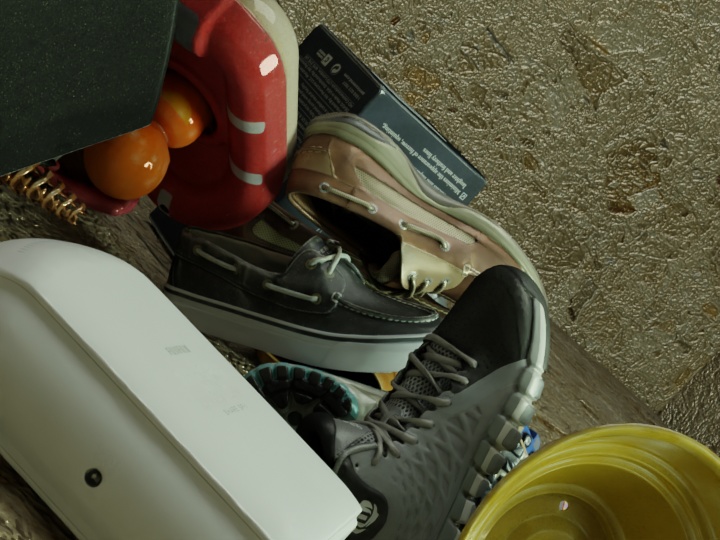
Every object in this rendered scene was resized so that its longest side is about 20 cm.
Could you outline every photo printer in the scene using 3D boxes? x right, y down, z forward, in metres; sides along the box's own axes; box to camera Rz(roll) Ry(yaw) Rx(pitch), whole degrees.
[{"bbox_3d":[-0.096,0.066,0.677,0.200,0.069,0.166,45,8,8],"label":"photo printer"}]

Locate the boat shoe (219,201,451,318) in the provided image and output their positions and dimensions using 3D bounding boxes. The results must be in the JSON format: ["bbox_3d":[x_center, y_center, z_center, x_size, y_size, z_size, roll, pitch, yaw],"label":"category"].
[{"bbox_3d":[0.000,0.000,1.036,0.200,0.076,0.075,21,-2,-1],"label":"boat shoe"}]

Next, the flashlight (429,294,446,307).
[{"bbox_3d":[0.060,0.066,1.169,0.067,0.068,0.202,18,-52,54],"label":"flashlight"}]

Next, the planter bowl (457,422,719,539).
[{"bbox_3d":[0.115,0.173,0.828,0.200,0.201,0.083,41,-9,-20],"label":"planter bowl"}]

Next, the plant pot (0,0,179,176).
[{"bbox_3d":[-0.199,-0.181,0.774,0.200,0.178,0.199,46,38,14],"label":"plant pot"}]

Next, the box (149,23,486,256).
[{"bbox_3d":[-0.032,-0.054,1.166,0.148,0.200,0.107,37,9,-44],"label":"box"}]

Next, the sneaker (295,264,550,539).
[{"bbox_3d":[0.025,0.078,0.825,0.115,0.202,0.075,27,-7,-39],"label":"sneaker"}]

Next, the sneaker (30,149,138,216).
[{"bbox_3d":[-0.212,-0.108,0.996,0.200,0.074,0.087,40,10,-30],"label":"sneaker"}]

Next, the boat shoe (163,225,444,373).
[{"bbox_3d":[-0.033,0.015,0.946,0.198,0.072,0.072,10,12,16],"label":"boat shoe"}]

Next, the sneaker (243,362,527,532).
[{"bbox_3d":[0.018,0.101,0.929,0.198,0.078,0.086,24,2,-7],"label":"sneaker"}]

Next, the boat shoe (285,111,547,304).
[{"bbox_3d":[0.032,-0.014,0.984,0.199,0.072,0.076,37,-29,-11],"label":"boat shoe"}]

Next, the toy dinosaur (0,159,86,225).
[{"bbox_3d":[-0.232,-0.096,0.871,0.201,0.102,0.135,63,25,6],"label":"toy dinosaur"}]

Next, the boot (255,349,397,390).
[{"bbox_3d":[0.015,0.085,1.057,0.200,0.071,0.144,26,-1,-2],"label":"boot"}]

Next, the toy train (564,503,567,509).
[{"bbox_3d":[0.122,0.167,1.338,0.200,0.056,0.150,41,9,-22],"label":"toy train"}]

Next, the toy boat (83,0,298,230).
[{"bbox_3d":[-0.117,-0.093,0.942,0.130,0.131,0.201,35,-27,18],"label":"toy boat"}]

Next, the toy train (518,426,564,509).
[{"bbox_3d":[0.132,0.176,1.130,0.034,0.046,0.201,11,-40,39],"label":"toy train"}]
